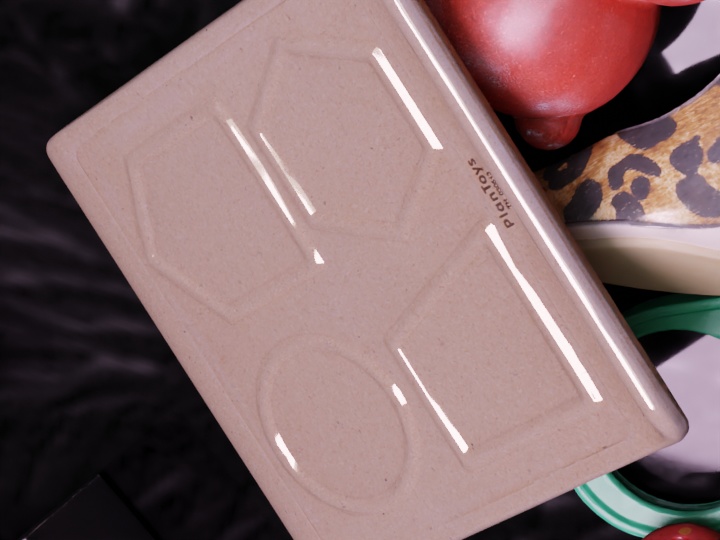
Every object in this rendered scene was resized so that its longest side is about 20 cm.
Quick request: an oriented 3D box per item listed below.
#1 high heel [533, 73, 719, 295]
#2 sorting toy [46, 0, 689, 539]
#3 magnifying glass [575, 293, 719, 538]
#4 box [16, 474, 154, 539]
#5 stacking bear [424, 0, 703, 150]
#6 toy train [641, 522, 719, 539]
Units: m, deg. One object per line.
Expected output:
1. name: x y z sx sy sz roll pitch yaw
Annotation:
1. high heel: 0.126 -0.069 0.925 0.200 0.071 0.143 -4 71 31
2. sorting toy: 0.000 0.000 0.951 0.200 0.036 0.185 -29 94 49
3. magnifying glass: 0.149 0.018 0.954 0.200 0.022 0.080 -37 91 24
4. box: -0.127 0.192 1.050 0.200 0.079 0.141 -40 93 22
5. stacking bear: 0.092 -0.130 0.889 0.121 0.114 0.200 41 117 6
6. toy train: 0.169 0.143 0.919 0.199 0.116 0.085 -2 119 18
